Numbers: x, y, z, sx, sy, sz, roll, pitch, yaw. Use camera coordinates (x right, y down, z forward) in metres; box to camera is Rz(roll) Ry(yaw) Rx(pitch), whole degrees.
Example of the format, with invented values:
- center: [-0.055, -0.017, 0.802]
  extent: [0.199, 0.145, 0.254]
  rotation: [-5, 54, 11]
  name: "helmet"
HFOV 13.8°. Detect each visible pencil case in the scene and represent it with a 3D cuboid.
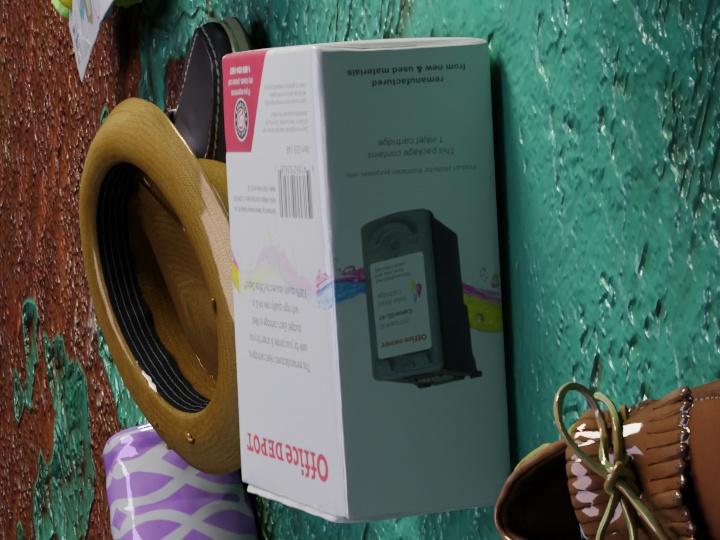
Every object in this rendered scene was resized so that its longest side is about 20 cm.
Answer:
- center: [-0.090, 0.180, 1.624]
  extent: [0.086, 0.083, 0.201]
  rotation: [68, -168, -72]
  name: "pencil case"

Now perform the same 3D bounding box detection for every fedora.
- center: [-0.072, 0.002, 1.512]
  extent: [0.200, 0.081, 0.202]
  rotation: [35, 132, 51]
  name: "fedora"

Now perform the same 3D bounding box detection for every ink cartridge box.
- center: [0.000, 0.000, 1.302]
  extent: [0.147, 0.085, 0.201]
  rotation: [-170, 75, -70]
  name: "ink cartridge box"

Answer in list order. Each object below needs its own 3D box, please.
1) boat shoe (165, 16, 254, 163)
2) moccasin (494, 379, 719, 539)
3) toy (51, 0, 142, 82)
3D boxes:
- center: [-0.093, -0.042, 1.599]
  extent: [0.073, 0.064, 0.201]
  rotation: [-120, 32, -53]
  name: "boat shoe"
- center: [0.100, 0.074, 1.032]
  extent: [0.201, 0.077, 0.074]
  rotation: [166, 99, -71]
  name: "moccasin"
- center: [-0.149, -0.193, 1.763]
  extent: [0.200, 0.047, 0.116]
  rotation: [143, 118, -72]
  name: "toy"
